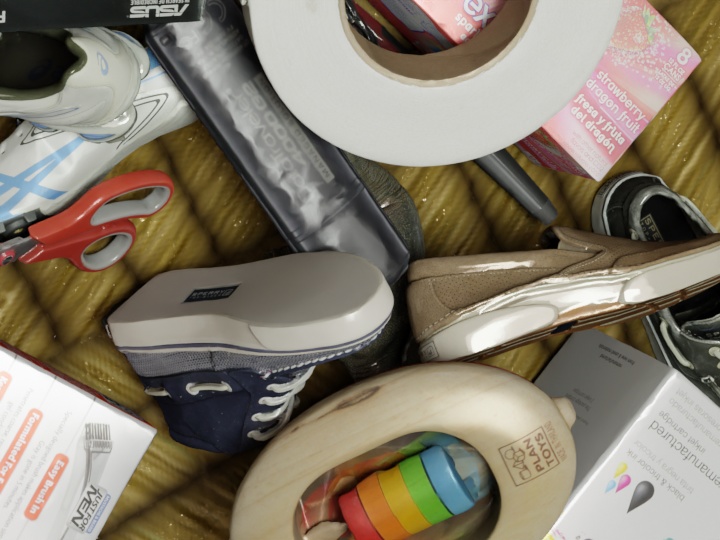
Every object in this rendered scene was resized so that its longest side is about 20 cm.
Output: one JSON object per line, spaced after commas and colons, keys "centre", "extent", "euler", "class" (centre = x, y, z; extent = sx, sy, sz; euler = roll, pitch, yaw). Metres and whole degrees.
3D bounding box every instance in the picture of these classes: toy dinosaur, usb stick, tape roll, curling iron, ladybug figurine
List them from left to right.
{"centre": [-0.044, -0.066, 1.313], "extent": [0.055, 0.033, 0.200], "euler": [-39, 107, -12], "class": "usb stick"}
{"centre": [0.000, 0.000, 1.393], "extent": [0.102, 0.077, 0.201], "euler": [-8, 95, -28], "class": "toy dinosaur"}
{"centre": [0.024, 0.113, 1.321], "extent": [0.199, 0.072, 0.136], "euler": [-23, 110, 9], "class": "ladybug figurine"}
{"centre": [0.039, -0.091, 1.402], "extent": [0.200, 0.025, 0.050], "euler": [41, 48, -22], "class": "curling iron"}
{"centre": [0.036, -0.150, 1.264], "extent": [0.201, 0.037, 0.204], "euler": [-5, 120, -10], "class": "tape roll"}

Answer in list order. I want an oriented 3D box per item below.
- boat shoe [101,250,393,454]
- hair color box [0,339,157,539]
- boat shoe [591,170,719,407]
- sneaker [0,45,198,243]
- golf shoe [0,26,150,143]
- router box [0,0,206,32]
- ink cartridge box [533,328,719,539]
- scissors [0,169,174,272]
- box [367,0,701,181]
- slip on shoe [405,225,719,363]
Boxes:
{"centre": [-0.046, 0.048, 1.323], "extent": [0.075, 0.199, 0.093], "euler": [-43, 118, -35], "class": "boat shoe"}
{"centre": [-0.225, 0.084, 1.331], "extent": [0.199, 0.064, 0.111], "euler": [30, 88, -18], "class": "hair color box"}
{"centre": [0.205, 0.032, 1.454], "extent": [0.071, 0.064, 0.200], "euler": [-39, 107, -8], "class": "boat shoe"}
{"centre": [-0.164, -0.070, 1.329], "extent": [0.200, 0.072, 0.073], "euler": [-36, 85, -7], "class": "sneaker"}
{"centre": [-0.211, -0.113, 1.261], "extent": [0.199, 0.097, 0.079], "euler": [3, 83, 11], "class": "golf shoe"}
{"centre": [-0.188, -0.183, 1.252], "extent": [0.199, 0.150, 0.062], "euler": [-4, 127, -16], "class": "router box"}
{"centre": [0.139, 0.162, 1.410], "extent": [0.147, 0.146, 0.200], "euler": [40, 87, -18], "class": "ink cartridge box"}
{"centre": [-0.176, -0.017, 1.292], "extent": [0.199, 0.014, 0.073], "euler": [-12, 146, -51], "class": "scissors"}
{"centre": [0.078, -0.152, 1.368], "extent": [0.200, 0.103, 0.095], "euler": [43, 85, -17], "class": "box"}
{"centre": [0.120, 0.002, 1.368], "extent": [0.199, 0.076, 0.061], "euler": [-16, 80, -11], "class": "slip on shoe"}
